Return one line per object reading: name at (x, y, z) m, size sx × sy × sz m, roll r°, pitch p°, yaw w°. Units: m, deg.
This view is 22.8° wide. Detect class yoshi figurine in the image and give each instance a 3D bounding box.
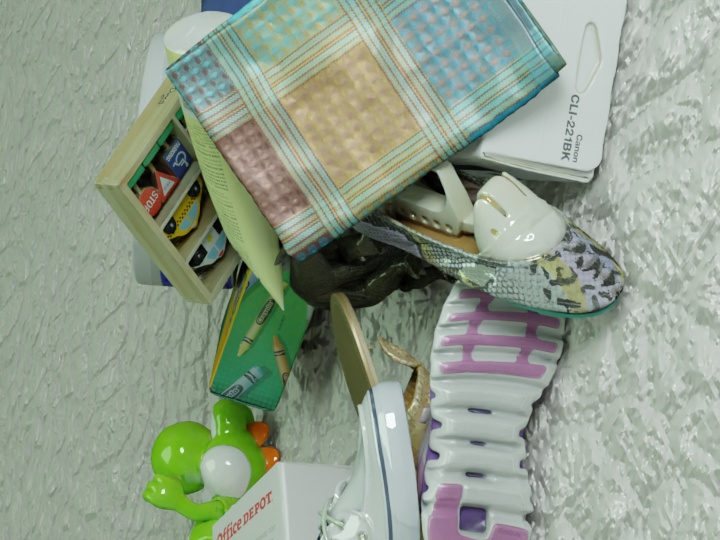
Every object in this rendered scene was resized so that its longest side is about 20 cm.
yoshi figurine at (-0.132, 0.207, 1.486) m, size 0.112 × 0.111 × 0.201 m, roll 136°, pitch 140°, yaw -63°

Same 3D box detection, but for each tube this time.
tube at (-0.083, -0.071, 1.163) m, size 0.058 × 0.052 × 0.201 m, roll -68°, pitch -26°, yaw -49°

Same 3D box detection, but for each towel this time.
towel at (0.002, -0.119, 1.045) m, size 0.200 × 0.147 × 0.022 m, roll -35°, pitch -3°, yaw 10°

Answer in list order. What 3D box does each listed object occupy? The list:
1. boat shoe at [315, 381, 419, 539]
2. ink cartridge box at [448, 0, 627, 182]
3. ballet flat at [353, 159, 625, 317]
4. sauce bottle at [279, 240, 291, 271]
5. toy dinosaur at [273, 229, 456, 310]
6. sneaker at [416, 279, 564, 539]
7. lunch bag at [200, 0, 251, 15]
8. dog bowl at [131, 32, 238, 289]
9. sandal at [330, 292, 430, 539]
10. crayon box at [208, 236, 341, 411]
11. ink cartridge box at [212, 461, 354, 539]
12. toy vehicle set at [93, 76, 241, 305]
boat shoe at (0.003, 0.168, 1.108) m, size 0.074 × 0.066 × 0.201 m, roll -100°, pitch 7°, yaw -77°
ink cartridge box at (0.079, -0.136, 1.148) m, size 0.200 × 0.083 × 0.145 m, roll 10°, pitch 90°, yaw 65°
ballet flat at (0.065, -0.031, 1.063) m, size 0.200 × 0.072 × 0.072 m, roll 23°, pitch 105°, yaw 33°
sauce bottle at (-0.022, -0.090, 1.285) m, size 0.065 × 0.065 × 0.200 m, roll -32°, pitch 25°, yaw 59°
toy dinosaur at (0.000, 0.000, 1.229) m, size 0.102 × 0.200 × 0.077 m, roll -29°, pitch 89°, yaw 37°
sneaker at (0.072, 0.086, 1.113) m, size 0.088 × 0.080 × 0.201 m, roll 168°, pitch 112°, yaw -81°
lunch bag at (-0.036, -0.202, 1.165) m, size 0.200 × 0.132 × 0.137 m, roll 157°, pitch 120°, yaw -62°
dog bowl at (-0.131, -0.086, 1.418) m, size 0.200 × 0.078 × 0.201 m, roll -176°, pitch 90°, yaw -89°
sandal at (0.042, 0.109, 1.186) m, size 0.078 × 0.069 × 0.213 m, roll 148°, pitch 105°, yaw -78°
crayon box at (-0.060, -0.005, 1.408) m, size 0.119 × 0.058 × 0.201 m, roll -86°, pitch 16°, yaw -62°
ink cartridge box at (-0.044, 0.257, 1.295) m, size 0.146 × 0.084 × 0.201 m, roll 133°, pitch 138°, yaw -52°
toy vehicle set at (-0.097, -0.093, 1.265) m, size 0.026 × 0.124 × 0.200 m, roll 5°, pitch 54°, yaw 39°
